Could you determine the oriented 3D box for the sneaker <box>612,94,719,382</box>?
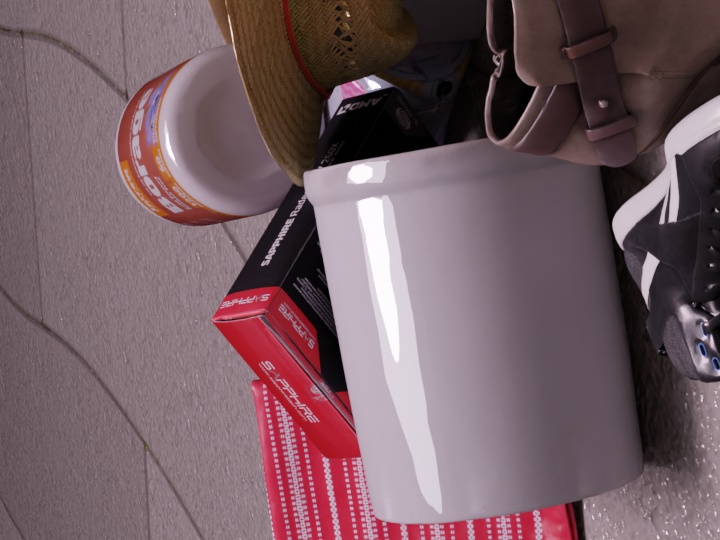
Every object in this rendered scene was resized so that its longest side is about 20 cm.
[{"bbox_3d":[0.185,-0.009,1.012,0.200,0.073,0.112,113,141,-70],"label":"sneaker"}]

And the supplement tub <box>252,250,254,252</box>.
[{"bbox_3d":[0.006,0.059,1.398,0.200,0.107,0.107,61,159,0],"label":"supplement tub"}]

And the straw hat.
[{"bbox_3d":[-0.013,-0.146,1.223,0.201,0.085,0.202,-11,-90,-79],"label":"straw hat"}]

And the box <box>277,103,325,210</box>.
[{"bbox_3d":[-0.036,-0.031,1.586,0.110,0.035,0.201,-72,-11,-55],"label":"box"}]

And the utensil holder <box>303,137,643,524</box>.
[{"bbox_3d":[0.065,0.028,1.204,0.170,0.169,0.201,178,83,-70],"label":"utensil holder"}]

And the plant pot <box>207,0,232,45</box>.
[{"bbox_3d":[-0.074,-0.218,1.541,0.200,0.027,0.201,-15,-90,-74],"label":"plant pot"}]

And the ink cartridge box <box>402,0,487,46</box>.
[{"bbox_3d":[0.021,-0.259,1.325,0.145,0.083,0.200,108,147,-52],"label":"ink cartridge box"}]

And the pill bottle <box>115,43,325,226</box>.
[{"bbox_3d":[-0.104,-0.087,1.460,0.200,0.112,0.113,172,89,-71],"label":"pill bottle"}]

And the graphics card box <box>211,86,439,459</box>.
[{"bbox_3d":[0.000,0.000,1.297,0.051,0.200,0.126,-10,129,42],"label":"graphics card box"}]

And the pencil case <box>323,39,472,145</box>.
[{"bbox_3d":[0.018,-0.087,1.415,0.091,0.083,0.200,41,143,22],"label":"pencil case"}]

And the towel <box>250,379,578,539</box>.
[{"bbox_3d":[0.034,0.131,1.335,0.022,0.199,0.145,-39,-56,-71],"label":"towel"}]

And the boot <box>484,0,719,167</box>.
[{"bbox_3d":[0.131,-0.136,0.978,0.070,0.146,0.201,-123,31,-53],"label":"boot"}]
